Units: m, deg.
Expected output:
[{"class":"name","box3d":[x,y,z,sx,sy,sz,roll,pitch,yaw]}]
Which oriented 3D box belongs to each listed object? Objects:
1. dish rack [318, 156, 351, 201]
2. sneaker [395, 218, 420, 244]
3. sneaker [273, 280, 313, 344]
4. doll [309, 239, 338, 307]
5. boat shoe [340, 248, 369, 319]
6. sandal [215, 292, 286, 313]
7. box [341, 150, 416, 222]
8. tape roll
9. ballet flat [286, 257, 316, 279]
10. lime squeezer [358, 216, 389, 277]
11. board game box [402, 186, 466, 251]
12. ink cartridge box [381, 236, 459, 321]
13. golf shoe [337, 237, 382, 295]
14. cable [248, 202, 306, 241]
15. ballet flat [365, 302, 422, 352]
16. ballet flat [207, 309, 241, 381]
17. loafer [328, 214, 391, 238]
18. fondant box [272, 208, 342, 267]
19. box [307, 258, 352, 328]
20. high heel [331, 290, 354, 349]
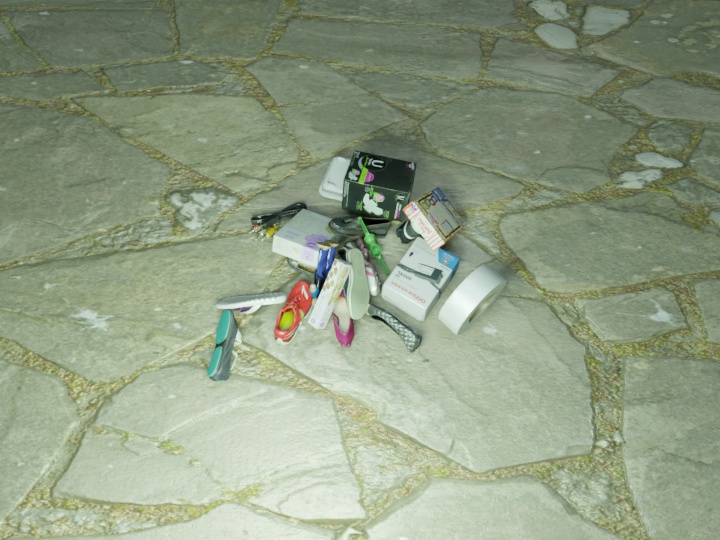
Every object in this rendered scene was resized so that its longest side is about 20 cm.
[{"class":"dish rack","box3d":[-0.023,-0.301,1.737,0.200,0.044,0.172,16,60,6]},{"class":"sneaker","box3d":[0.168,-0.145,1.637,0.073,0.112,0.200,53,35,-3]},{"class":"sneaker","box3d":[-0.183,0.110,1.471,0.077,0.085,0.200,15,61,6]},{"class":"doll","box3d":[-0.100,0.017,1.475,0.048,0.200,0.136,20,21,25]},{"class":"boat shoe","box3d":[-0.022,0.039,1.479,0.075,0.062,0.200,4,74,-38]},{"class":"sandal","box3d":[-0.309,0.100,1.491,0.202,0.082,0.050,-6,103,3]},{"class":"box","box3d":[0.057,-0.257,1.610,0.200,0.124,0.149,13,51,4]},{"class":"tape roll","box3d":[0.302,0.080,1.433,0.202,0.203,0.071,-39,69,-21]},{"class":"ballet flat","box3d":[-0.127,-0.010,1.551,0.200,0.072,0.072,20,61,9]},{"class":"lime squeezer","box3d":[0.034,-0.074,1.579,0.038,0.200,0.071,-22,15,17]},{"class":"board game box","box3d":[0.226,-0.158,1.574,0.152,0.046,0.200,53,36,2]},{"class":"ink cartridge box","box3d":[0.173,0.023,1.530,0.145,0.084,0.200,30,64,15]},{"class":"golf shoe","box3d":[0.000,0.000,1.552,0.092,0.073,0.200,-23,55,-3]},{"class":"cable","box3d":[-0.263,-0.160,1.664,0.200,0.050,0.097,-34,48,-32]},{"class":"ballet flat","box3d":[0.080,0.152,1.466,0.200,0.066,0.057,34,81,19]},{"class":"ballet flat","box3d":[-0.359,0.206,1.426,0.073,0.073,0.200,5,59,1]},{"class":"loafer","box3d":[0.001,-0.143,1.591,0.200,0.063,0.072,3,49,-31]},{"class":"fondant box","box3d":[-0.150,-0.099,1.562,0.144,0.058,0.200,20,35,10]},{"class":"box","box3d":[-0.084,0.065,1.452,0.039,0.041,0.200,31,103,34]},{"class":"high heel","box3d":[-0.054,0.113,1.465,0.067,0.096,0.200,-3,60,-3]}]
